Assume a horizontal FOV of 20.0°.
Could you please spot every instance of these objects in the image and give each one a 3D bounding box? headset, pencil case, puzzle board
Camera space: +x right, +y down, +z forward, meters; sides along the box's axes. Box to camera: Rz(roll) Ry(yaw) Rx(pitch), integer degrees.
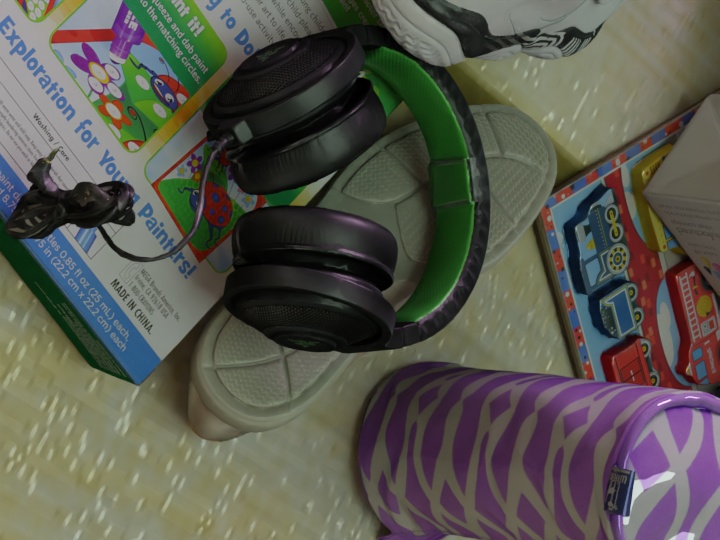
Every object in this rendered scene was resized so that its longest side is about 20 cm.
[{"bbox_3d":[-0.032,-0.027,0.772,0.199,0.093,0.125,-6,89,-49],"label":"headset"},{"bbox_3d":[0.077,0.085,0.838,0.083,0.199,0.086,3,91,-30],"label":"pencil case"},{"bbox_3d":[0.165,0.026,1.004,0.150,0.017,0.202,-30,115,-29],"label":"puzzle board"}]

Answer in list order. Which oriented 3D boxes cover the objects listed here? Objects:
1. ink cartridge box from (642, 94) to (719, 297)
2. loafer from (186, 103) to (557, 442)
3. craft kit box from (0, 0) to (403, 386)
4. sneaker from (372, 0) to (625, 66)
[{"bbox_3d":[0.238,0.009,0.974,0.200,0.116,0.068,47,69,-32],"label":"ink cartridge box"},{"bbox_3d":[0.000,0.000,0.859,0.200,0.063,0.072,-40,86,-28],"label":"loafer"},{"bbox_3d":[-0.083,-0.096,0.782,0.198,0.048,0.201,-45,121,-19],"label":"craft kit box"},{"bbox_3d":[0.092,-0.139,0.827,0.199,0.114,0.076,-21,84,-56],"label":"sneaker"}]
